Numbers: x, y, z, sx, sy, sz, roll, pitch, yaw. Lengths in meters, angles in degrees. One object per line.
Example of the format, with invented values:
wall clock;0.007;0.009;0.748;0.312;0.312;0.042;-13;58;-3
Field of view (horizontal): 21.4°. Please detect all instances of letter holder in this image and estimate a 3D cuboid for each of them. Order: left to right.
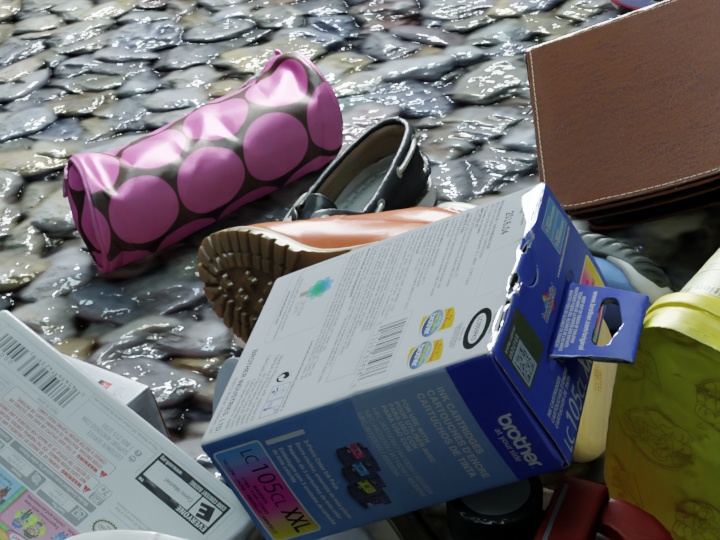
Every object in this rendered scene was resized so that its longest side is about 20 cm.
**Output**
letter holder;0.213;-0.084;1.147;0.198;0.101;0.143;-18;49;19

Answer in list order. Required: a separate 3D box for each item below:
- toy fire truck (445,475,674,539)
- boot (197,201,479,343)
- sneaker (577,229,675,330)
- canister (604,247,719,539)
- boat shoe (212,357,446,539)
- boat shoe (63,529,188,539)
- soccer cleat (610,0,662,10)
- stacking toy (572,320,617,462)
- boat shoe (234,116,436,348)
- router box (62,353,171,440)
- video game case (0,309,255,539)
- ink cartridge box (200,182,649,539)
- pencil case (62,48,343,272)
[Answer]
toy fire truck;0.114;0.174;0.839;0.198;0.130;0.177;12;41;19
boot;0.000;0.000;1.083;0.199;0.076;0.107;5;24;39
sneaker;0.088;0.020;1.118;0.198;0.076;0.078;3;59;28
canister;0.213;0.032;0.960;0.086;0.150;0.200;27;50;26
boat shoe;-0.012;0.112;1.014;0.066;0.071;0.200;1;26;-34
boat shoe;-0.074;0.185;0.934;0.198;0.072;0.069;15;48;14
soccer cleat;0.251;-0.220;1.373;0.199;0.077;0.067;19;47;42
stacking toy;0.039;0.064;1.059;0.198;0.086;0.086;-3;35;28
boat shoe;-0.019;-0.025;1.225;0.073;0.061;0.200;15;45;37
router box;-0.241;0.122;1.121;0.178;0.049;0.200;16;46;40
video game case;-0.187;0.133;1.028;0.199;0.022;0.182;36;55;17
ink cartridge box;0.037;0.041;0.909;0.199;0.077;0.137;-21;28;31
pencil case;-0.113;-0.079;1.324;0.199;0.091;0.094;-27;70;-18
